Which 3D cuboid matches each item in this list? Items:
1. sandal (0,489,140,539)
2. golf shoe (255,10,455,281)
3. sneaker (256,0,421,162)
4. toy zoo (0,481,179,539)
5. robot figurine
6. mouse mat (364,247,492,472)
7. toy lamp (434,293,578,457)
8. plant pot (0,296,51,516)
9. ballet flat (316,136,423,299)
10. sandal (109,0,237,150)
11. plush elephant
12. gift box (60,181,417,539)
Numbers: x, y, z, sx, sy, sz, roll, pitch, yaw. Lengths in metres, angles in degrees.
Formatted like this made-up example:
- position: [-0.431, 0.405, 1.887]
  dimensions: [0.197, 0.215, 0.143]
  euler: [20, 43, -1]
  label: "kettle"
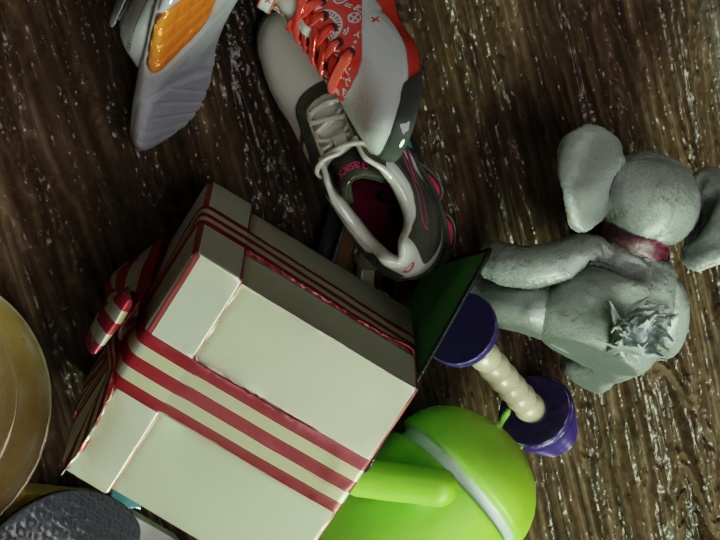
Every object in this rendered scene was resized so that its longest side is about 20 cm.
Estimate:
- position: [-0.235, 0.209, 1.653]
  dimensions: [0.199, 0.043, 0.076]
  euler: [-35, 95, -12]
  label: "sandal"
- position: [-0.005, -0.087, 1.617]
  dimensions: [0.077, 0.088, 0.201]
  euler: [-32, 86, 12]
  label: "golf shoe"
- position: [-0.028, -0.153, 1.573]
  dimensions: [0.107, 0.203, 0.067]
  euler: [10, 138, -21]
  label: "sneaker"
- position: [-0.205, 0.223, 1.709]
  dimensions: [0.130, 0.020, 0.201]
  euler: [20, 98, -29]
  label: "toy zoo"
- position: [0.036, 0.175, 1.712]
  dimensions: [0.200, 0.116, 0.176]
  euler: [-44, 159, -10]
  label: "robot figurine"
- position: [0.025, 0.060, 1.650]
  dimensions: [0.007, 0.200, 0.162]
  euler: [31, 82, -6]
  label: "mouse mat"
- position: [0.103, 0.077, 1.741]
  dimensions: [0.058, 0.058, 0.200]
  euler: [-47, 148, -3]
  label: "toy lamp"
- position: [-0.295, 0.090, 1.618]
  dimensions: [0.198, 0.027, 0.202]
  euler: [-8, 110, -23]
  label: "plant pot"
- position: [0.000, 0.000, 1.697]
  dimensions: [0.067, 0.068, 0.202]
  euler: [3, 107, -27]
  label: "ballet flat"
- position: [-0.123, -0.155, 1.563]
  dimensions: [0.079, 0.059, 0.207]
  euler: [-35, 161, -36]
  label: "sandal"
- position: [0.172, -0.016, 1.728]
  dimensions: [0.164, 0.200, 0.156]
  euler: [27, 77, -22]
  label: "plush elephant"
- position: [-0.090, 0.078, 1.591]
  dimensions: [0.186, 0.185, 0.201]
  euler: [32, 99, -9]
  label: "gift box"
